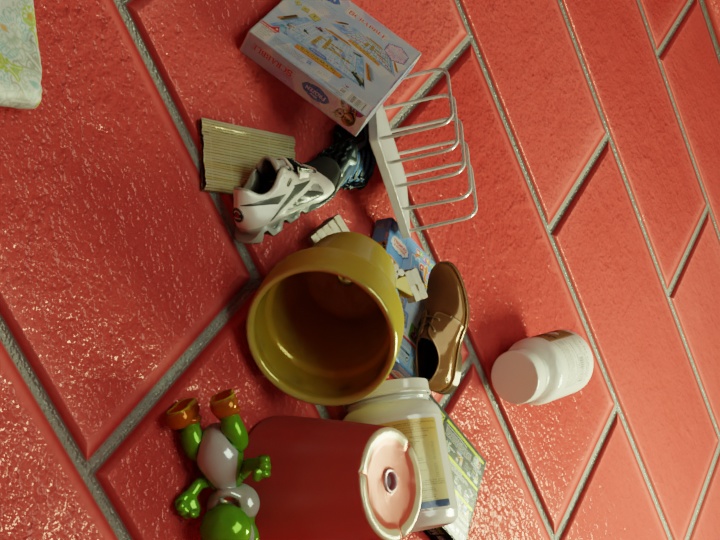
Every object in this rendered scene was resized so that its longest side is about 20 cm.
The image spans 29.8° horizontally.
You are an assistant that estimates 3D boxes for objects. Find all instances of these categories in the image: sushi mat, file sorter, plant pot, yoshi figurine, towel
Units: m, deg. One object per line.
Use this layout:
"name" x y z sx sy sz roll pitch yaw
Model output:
"sushi mat" -0.146 -0.144 1.802 0.199 0.012 0.097 5 77 -55
"file sorter" 0.093 -0.174 1.988 0.139 0.123 0.201 -92 167 -45
"plant pot" -0.031 0.276 1.724 0.200 0.176 0.202 20 65 -52
"yoshi figurine" -0.165 0.252 1.606 0.112 0.112 0.202 -24 105 -39
"plant pot" -0.033 0.044 1.781 0.189 0.199 0.202 -67 137 -61
"towel" -0.411 -0.274 1.414 0.171 0.048 0.202 -3 85 -55

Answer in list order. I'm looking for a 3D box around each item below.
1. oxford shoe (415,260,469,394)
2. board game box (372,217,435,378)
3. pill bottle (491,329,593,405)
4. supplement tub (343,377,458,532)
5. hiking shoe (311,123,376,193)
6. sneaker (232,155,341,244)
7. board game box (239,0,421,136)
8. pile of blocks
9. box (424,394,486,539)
"oxford shoe" 0.117 0.081 2.022 0.071 0.071 0.202 17 71 -52
"board game box" 0.056 0.046 2.031 0.151 0.036 0.201 45 48 -42
"pill bottle" 0.306 0.167 2.301 0.199 0.114 0.115 -9 89 -56
"supplement tub" 0.051 0.258 1.867 0.144 0.144 0.202 10 66 -54
"hiking shoe" -0.015 -0.146 1.940 0.087 0.074 0.200 60 39 -26
"sneaker" -0.095 -0.119 1.786 0.200 0.074 0.089 -41 131 -43
"board game box" -0.038 -0.304 1.882 0.199 0.041 0.200 37 44 1
"pile of blocks" 0.000 0.000 1.923 0.199 0.062 0.083 34 69 -20
"box" 0.112 0.304 2.045 0.200 0.044 0.161 51 43 -37
